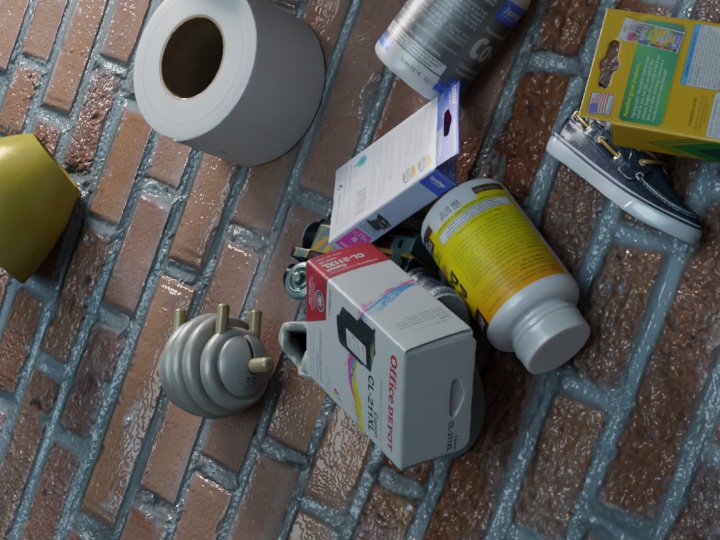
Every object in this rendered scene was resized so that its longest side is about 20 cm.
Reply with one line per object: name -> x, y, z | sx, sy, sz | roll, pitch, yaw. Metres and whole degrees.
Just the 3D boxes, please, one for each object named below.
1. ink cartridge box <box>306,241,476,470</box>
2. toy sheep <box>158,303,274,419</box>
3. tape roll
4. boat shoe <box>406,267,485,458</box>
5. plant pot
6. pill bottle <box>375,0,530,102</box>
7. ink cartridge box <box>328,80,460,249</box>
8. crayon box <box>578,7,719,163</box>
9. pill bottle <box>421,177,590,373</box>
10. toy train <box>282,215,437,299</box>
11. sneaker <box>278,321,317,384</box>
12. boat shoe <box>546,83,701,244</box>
ink cartridge box -> 0.026, 0.084, 1.406 | 0.200, 0.082, 0.147 | 41, 138, 49
toy sheep -> -0.171, 0.111, 1.649 | 0.199, 0.137, 0.139 | -9, 75, 52
tape roll -> -0.163, -0.244, 1.707 | 0.201, 0.139, 0.205 | -8, 75, 34
boat shoe -> 0.085, 0.097, 1.486 | 0.091, 0.070, 0.202 | -128, 30, -62
plant pot -> -0.471, -0.104, 1.893 | 0.142, 0.200, 0.200 | -38, 58, -5
pill bottle -> 0.116, -0.292, 1.527 | 0.200, 0.113, 0.114 | -52, 56, 17
ink cartridge box -> 0.047, -0.110, 1.514 | 0.200, 0.042, 0.120 | -36, 34, 35
crayon box -> 0.324, -0.176, 1.338 | 0.198, 0.052, 0.127 | 12, 73, 17
pill bottle -> 0.154, 0.007, 1.443 | 0.109, 0.109, 0.201 | -45, 58, 20
toy train -> 0.000, 0.000, 1.581 | 0.199, 0.085, 0.115 | 12, 75, 40
sneaker -> -0.021, 0.116, 1.555 | 0.199, 0.099, 0.078 | 27, 97, 36
boat shoe -> 0.279, -0.112, 1.390 | 0.200, 0.071, 0.091 | 42, 107, 35
